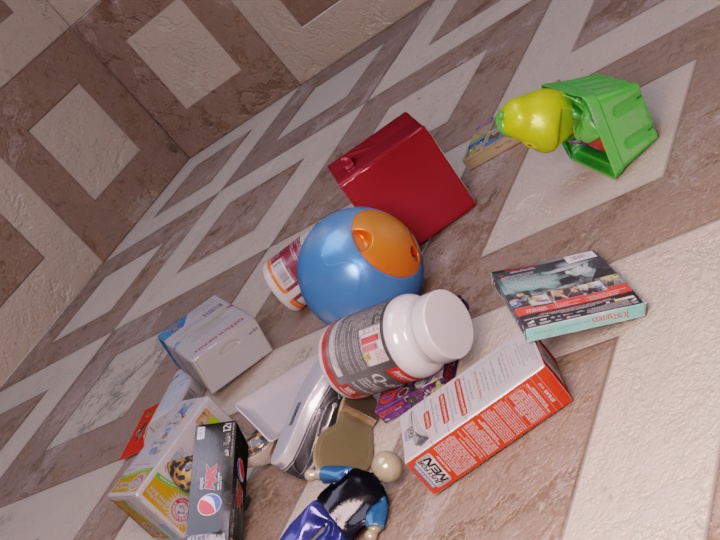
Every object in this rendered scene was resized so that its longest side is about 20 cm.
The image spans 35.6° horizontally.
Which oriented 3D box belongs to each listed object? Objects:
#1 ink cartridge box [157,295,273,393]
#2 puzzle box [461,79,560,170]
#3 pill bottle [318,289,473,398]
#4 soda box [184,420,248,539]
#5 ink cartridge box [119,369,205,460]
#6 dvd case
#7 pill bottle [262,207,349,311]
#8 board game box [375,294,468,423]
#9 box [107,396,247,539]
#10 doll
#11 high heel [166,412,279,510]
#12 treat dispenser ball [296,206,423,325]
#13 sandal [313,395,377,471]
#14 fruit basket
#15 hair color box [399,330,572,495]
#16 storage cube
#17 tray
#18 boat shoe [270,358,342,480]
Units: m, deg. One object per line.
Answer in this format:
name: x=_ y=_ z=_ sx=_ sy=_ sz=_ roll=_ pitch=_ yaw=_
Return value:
ink cartridge box: x=-0.276 y=0.137 z=2.119 sx=0.144 sy=0.085 sz=0.200 roll=-36 pitch=24 yaw=-17
puzzle box: x=0.286 y=-0.272 z=2.087 sx=0.200 sy=0.025 sz=0.133 roll=-28 pitch=22 yaw=35
pill bottle: x=0.047 y=0.098 z=1.510 sx=0.200 sy=0.116 sz=0.116 roll=-24 pitch=25 yaw=43
soda box: x=-0.197 y=0.311 z=1.551 sx=0.063 sy=0.071 sz=0.200 roll=-8 pitch=47 yaw=8
ink cartridge box: x=-0.388 y=0.268 z=2.180 sx=0.200 sy=0.047 sz=0.160 roll=-30 pitch=22 yaw=26
dvd case: x=0.252 y=0.028 z=1.391 sx=0.146 sy=0.022 sz=0.200 roll=-13 pitch=21 yaw=-2
pill bottle: x=-0.076 y=-0.024 z=2.110 sx=0.200 sy=0.114 sz=0.114 roll=-36 pitch=19 yaw=14
board game box: x=0.090 y=0.122 z=1.591 sx=0.120 sy=0.032 sz=0.200 roll=-36 pitch=19 yaw=29
box: x=-0.284 y=0.312 z=1.770 sx=0.101 sy=0.113 sz=0.200 roll=-15 pitch=32 yaw=50
doll: x=-0.029 y=0.293 z=1.367 sx=0.200 sy=0.048 sz=0.136 roll=-43 pitch=51 yaw=-4
high heel: x=-0.193 y=0.254 z=1.683 sx=0.142 sy=0.071 sz=0.200 roll=20 pitch=58 yaw=19
treat dispenser ball: x=0.000 y=0.000 z=1.767 sx=0.201 sy=0.201 sz=0.201 roll=-36 pitch=19 yaw=15
sandal: x=-0.026 y=0.243 z=1.516 sx=0.070 sy=0.078 sz=0.212 roll=-60 pitch=2 yaw=28
fruit basket: x=0.314 y=-0.217 z=1.696 sx=0.215 sy=0.156 sz=0.216 roll=-23 pitch=18 yaw=8
hair color box: x=0.144 y=0.165 z=1.328 sx=0.200 sy=0.064 sz=0.111 roll=-36 pitch=19 yaw=12
storage cube: x=0.069 y=-0.153 z=1.990 sx=0.180 sy=0.200 sz=0.171 roll=-34 pitch=18 yaw=2
tray: x=-0.079 y=0.184 z=1.679 sx=0.200 sy=0.022 sz=0.107 roll=-30 pitch=43 yaw=-23
boat shoe: x=-0.055 y=0.200 z=1.595 sx=0.072 sy=0.068 sz=0.200 roll=-23 pitch=39 yaw=63
